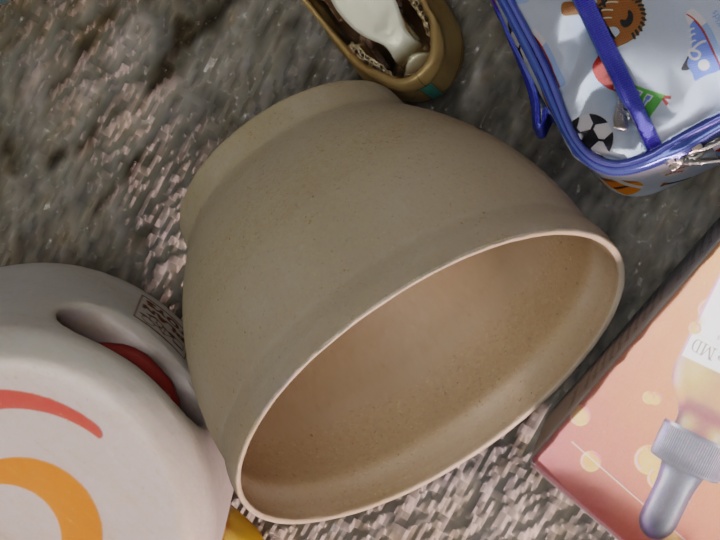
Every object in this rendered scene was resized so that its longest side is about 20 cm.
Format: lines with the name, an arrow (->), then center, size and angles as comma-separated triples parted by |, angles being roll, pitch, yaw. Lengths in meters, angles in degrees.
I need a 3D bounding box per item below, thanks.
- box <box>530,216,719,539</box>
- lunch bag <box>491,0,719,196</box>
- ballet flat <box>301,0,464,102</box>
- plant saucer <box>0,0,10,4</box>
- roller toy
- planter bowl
box -> 0.199, 0.053, 1.212 | 0.152, 0.106, 0.200 | 40, 101, 2
lunch bag -> 0.131, -0.136, 1.194 | 0.160, 0.076, 0.200 | -26, 75, 8
ballet flat -> -0.020, -0.164, 1.239 | 0.069, 0.063, 0.200 | -40, 90, 11
plant saucer -> -0.212, -0.221, 1.280 | 0.200, 0.027, 0.201 | 1, 98, 8
roller toy -> -0.149, 0.095, 1.253 | 0.199, 0.140, 0.183 | -3, 107, 5
planter bowl -> 0.000, 0.000, 1.206 | 0.200, 0.200, 0.135 | -39, 64, 11
